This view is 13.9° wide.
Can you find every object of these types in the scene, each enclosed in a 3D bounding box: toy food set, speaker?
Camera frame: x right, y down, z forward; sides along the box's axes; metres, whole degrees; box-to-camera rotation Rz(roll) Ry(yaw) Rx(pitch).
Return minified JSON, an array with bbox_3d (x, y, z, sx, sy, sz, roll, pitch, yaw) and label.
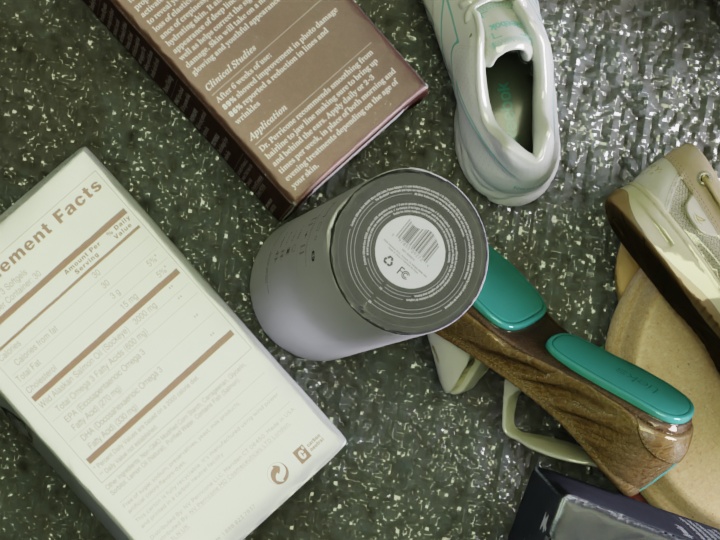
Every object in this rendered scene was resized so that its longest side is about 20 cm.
[{"bbox_3d":[0.218,0.062,1.589,0.199,0.049,0.199,16,81,-6],"label":"toy food set"},{"bbox_3d":[0.000,0.000,1.489,0.081,0.200,0.082,1,84,-13],"label":"speaker"}]

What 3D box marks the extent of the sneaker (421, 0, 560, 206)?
[{"bbox_3d":[0.070,-0.138,1.578,0.070,0.080,0.201,-16,84,-8],"label":"sneaker"}]

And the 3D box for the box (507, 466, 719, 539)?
[{"bbox_3d":[0.153,0.228,1.505,0.199,0.117,0.198,20,93,-6],"label":"box"}]

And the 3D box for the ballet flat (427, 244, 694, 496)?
[{"bbox_3d":[0.085,0.050,1.556,0.200,0.068,0.073,37,117,18],"label":"ballet flat"}]

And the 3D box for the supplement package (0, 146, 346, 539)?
[{"bbox_3d":[-0.119,0.054,1.506,0.117,0.117,0.200,-42,89,-9],"label":"supplement package"}]

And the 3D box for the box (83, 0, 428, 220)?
[{"bbox_3d":[-0.069,-0.134,1.561,0.100,0.075,0.200,-41,92,-11],"label":"box"}]

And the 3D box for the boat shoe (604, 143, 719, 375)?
[{"bbox_3d":[0.210,0.025,1.534,0.065,0.072,0.200,-37,84,-9],"label":"boat shoe"}]
